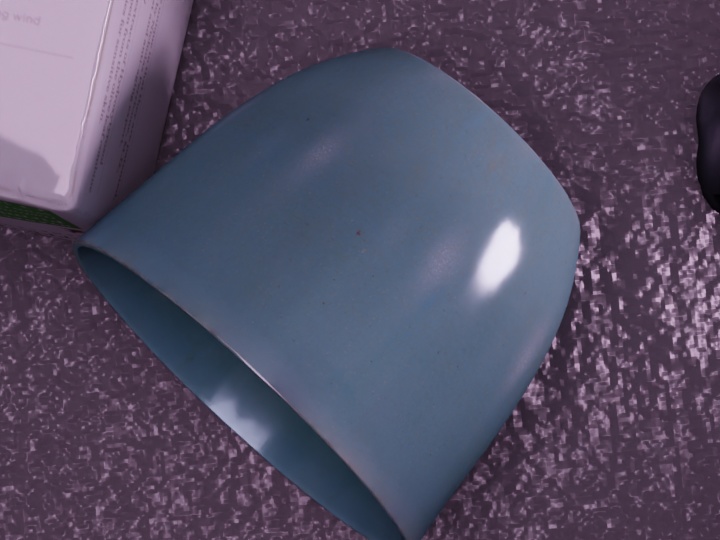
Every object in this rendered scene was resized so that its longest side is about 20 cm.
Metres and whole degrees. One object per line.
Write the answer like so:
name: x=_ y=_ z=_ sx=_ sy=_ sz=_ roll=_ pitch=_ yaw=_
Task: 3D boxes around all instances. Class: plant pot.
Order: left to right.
plant pot: x=0.000 y=0.000 z=1.167 sx=0.201 sy=0.201 sz=0.161 roll=41 pitch=78 yaw=8

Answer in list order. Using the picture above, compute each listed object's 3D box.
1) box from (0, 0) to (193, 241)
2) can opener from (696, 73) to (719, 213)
box: x=-0.187 y=-0.130 z=1.201 sx=0.199 sy=0.171 sz=0.200 roll=12 pitch=87 yaw=7
can opener: x=0.228 y=-0.101 z=1.218 sx=0.079 sy=0.063 sz=0.200 roll=35 pitch=78 yaw=34
